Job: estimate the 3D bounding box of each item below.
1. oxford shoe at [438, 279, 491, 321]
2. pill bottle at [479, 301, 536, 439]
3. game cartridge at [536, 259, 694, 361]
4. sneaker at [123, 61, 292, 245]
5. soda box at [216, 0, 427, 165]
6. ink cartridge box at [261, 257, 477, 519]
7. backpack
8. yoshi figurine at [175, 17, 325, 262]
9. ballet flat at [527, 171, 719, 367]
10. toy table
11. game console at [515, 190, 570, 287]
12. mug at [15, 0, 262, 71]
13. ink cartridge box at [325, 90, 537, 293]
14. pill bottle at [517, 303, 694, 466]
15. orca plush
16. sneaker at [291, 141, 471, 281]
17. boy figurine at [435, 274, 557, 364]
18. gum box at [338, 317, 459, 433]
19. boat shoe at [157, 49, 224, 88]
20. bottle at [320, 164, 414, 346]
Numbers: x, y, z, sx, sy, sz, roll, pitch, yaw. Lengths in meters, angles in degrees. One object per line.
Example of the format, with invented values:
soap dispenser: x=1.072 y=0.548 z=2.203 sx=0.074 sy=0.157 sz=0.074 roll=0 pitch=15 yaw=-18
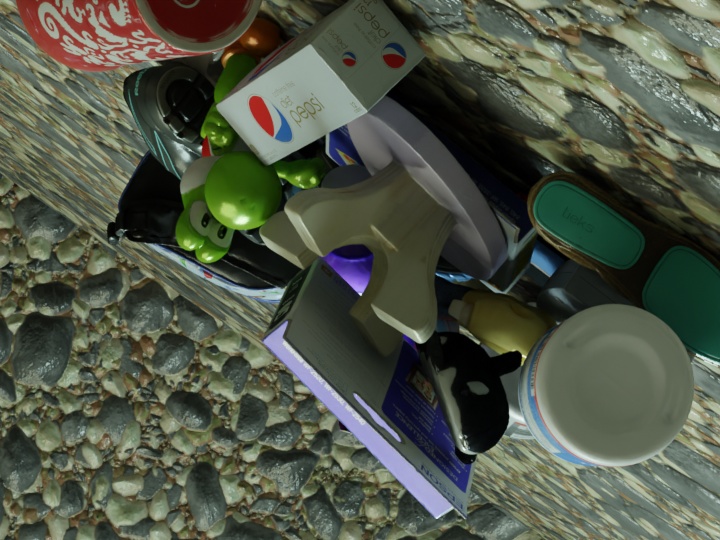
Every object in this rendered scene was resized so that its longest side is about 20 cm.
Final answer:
oxford shoe: x=0.078 y=-0.006 z=1.865 sx=0.074 sy=0.071 sz=0.199 roll=-21 pitch=148 yaw=37
pill bottle: x=0.162 y=0.101 z=1.946 sx=0.115 sy=0.116 sz=0.200 roll=34 pitch=171 yaw=4
game cartridge: x=0.203 y=0.051 z=1.637 sx=0.133 sy=0.041 sz=0.200 roll=34 pitch=170 yaw=9
sneaker: x=-0.128 y=-0.102 z=1.732 sx=0.079 sy=0.076 sz=0.201 roll=8 pitch=142 yaw=48
soda box: x=-0.033 y=-0.137 z=1.470 sx=0.064 sy=0.068 sz=0.200 roll=48 pitch=157 yaw=-9
ink cartridge box: x=0.010 y=0.097 z=1.574 sx=0.198 sy=0.043 sz=0.200 roll=45 pitch=-163 yaw=-7
backpack: x=-0.100 y=-0.063 z=1.855 sx=0.190 sy=0.201 sz=0.154 roll=33 pitch=-177 yaw=21
yoshi figurine: x=-0.084 y=-0.100 z=1.608 sx=0.111 sy=0.201 sz=0.112 roll=14 pitch=151 yaw=5
ballet flat: x=0.206 y=-0.004 z=1.463 sx=0.199 sy=0.068 sz=0.072 roll=34 pitch=-170 yaw=4
toy table: x=0.021 y=-0.027 z=1.520 sx=0.183 sy=0.117 sz=0.200 roll=27 pitch=159 yaw=50
game console: x=0.198 y=0.016 z=1.667 sx=0.176 sy=0.031 sz=0.200 roll=33 pitch=170 yaw=14
mug: x=-0.177 y=-0.226 z=1.502 sx=0.177 sy=0.134 sz=0.199 roll=38 pitch=167 yaw=-27
ink cartridge box: x=0.056 y=-0.078 z=1.606 sx=0.197 sy=0.047 sz=0.200 roll=41 pitch=166 yaw=10
pill bottle: x=0.173 y=0.086 z=1.474 sx=0.112 sy=0.113 sz=0.200 roll=35 pitch=176 yaw=3
orca plush: x=0.093 y=0.088 z=1.552 sx=0.200 sy=0.070 sz=0.106 roll=-167 pitch=61 yaw=-87
sneaker: x=0.040 y=-0.052 z=1.749 sx=0.198 sy=0.083 sz=0.071 roll=23 pitch=-160 yaw=-11
boy figurine: x=0.115 y=0.051 z=1.636 sx=0.199 sy=0.065 sz=0.124 roll=28 pitch=-179 yaw=22
gum box: x=0.034 y=0.067 z=1.895 sx=0.113 sy=0.202 sz=0.066 roll=16 pitch=150 yaw=-42
boat shoe: x=-0.135 y=-0.197 z=1.707 sx=0.069 sy=0.071 sz=0.200 roll=-2 pitch=143 yaw=39
bottle: x=0.000 y=0.000 z=1.702 sx=0.083 sy=0.066 sz=0.201 roll=2 pitch=135 yaw=10
